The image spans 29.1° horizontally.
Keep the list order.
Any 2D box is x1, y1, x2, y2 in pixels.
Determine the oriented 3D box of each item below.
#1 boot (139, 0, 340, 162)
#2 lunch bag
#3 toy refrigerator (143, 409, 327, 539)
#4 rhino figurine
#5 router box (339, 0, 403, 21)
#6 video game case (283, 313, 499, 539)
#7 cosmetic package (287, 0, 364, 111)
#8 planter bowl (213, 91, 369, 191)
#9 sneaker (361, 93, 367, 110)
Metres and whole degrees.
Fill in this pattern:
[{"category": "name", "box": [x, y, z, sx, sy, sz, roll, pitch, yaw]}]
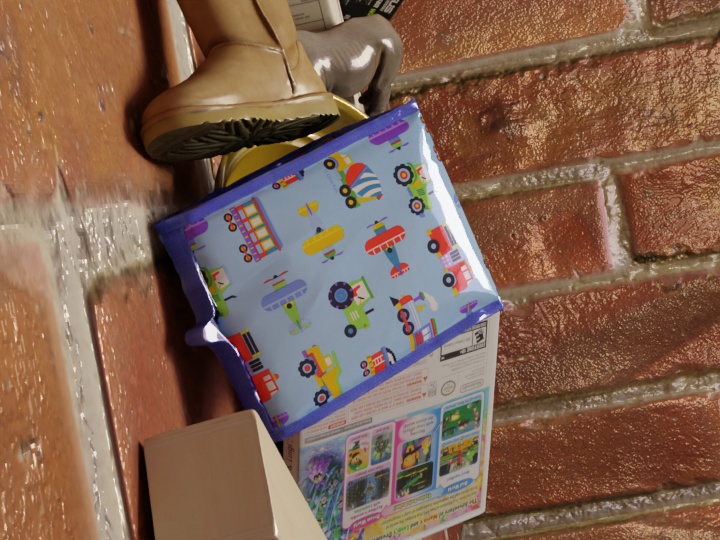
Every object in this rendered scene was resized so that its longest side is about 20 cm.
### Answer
[{"category": "boot", "box": [-0.108, -0.174, 0.888, 0.175, 0.066, 0.200, -15, 81, -57]}, {"category": "lunch bag", "box": [-0.026, 0.003, 0.874, 0.200, 0.094, 0.151, -31, 100, -38]}, {"category": "toy refrigerator", "box": [-0.063, 0.163, 0.789, 0.200, 0.070, 0.076, 72, 4, -57]}, {"category": "rhino figurine", "box": [-0.045, -0.145, 1.069, 0.060, 0.200, 0.088, 35, -48, 37]}, {"category": "router box", "box": [-0.028, -0.259, 1.279, 0.200, 0.062, 0.150, -49, -142, 46]}, {"category": "video game case", "box": [0.024, 0.127, 1.048, 0.024, 0.200, 0.183, 22, -63, 45]}, {"category": "cosmetic package", "box": [-0.061, -0.185, 1.167, 0.087, 0.103, 0.200, -93, 173, -50]}, {"category": "planter bowl", "box": [-0.044, -0.022, 0.982, 0.200, 0.083, 0.201, 19, 61, -38]}, {"category": "sneaker", "box": [-0.009, -0.140, 1.382, 0.079, 0.095, 0.200, -54, -160, 23]}]
